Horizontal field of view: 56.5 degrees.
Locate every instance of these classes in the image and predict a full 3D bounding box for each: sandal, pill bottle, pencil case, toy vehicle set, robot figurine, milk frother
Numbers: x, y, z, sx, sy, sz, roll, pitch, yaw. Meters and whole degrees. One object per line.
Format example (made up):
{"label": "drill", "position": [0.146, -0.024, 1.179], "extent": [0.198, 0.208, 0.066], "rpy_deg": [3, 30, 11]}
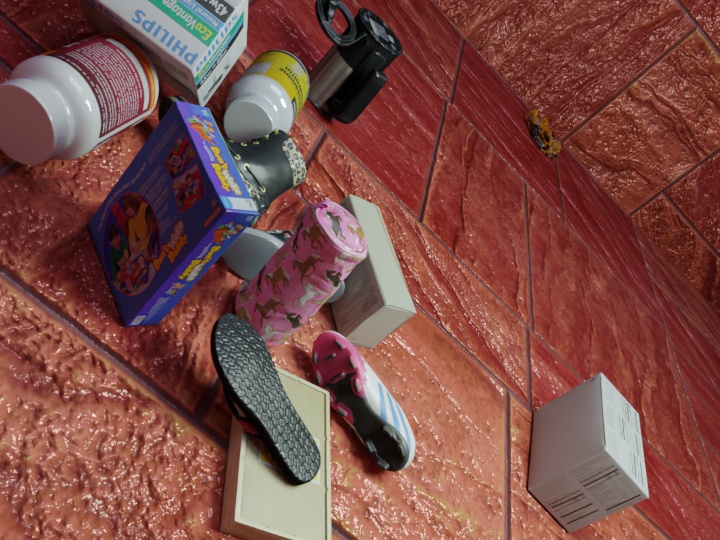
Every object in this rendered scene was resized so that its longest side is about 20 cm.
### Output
{"label": "sandal", "position": [-0.111, 0.144, 0.721], "extent": [0.203, 0.044, 0.075], "rpy_deg": [62, 35, -8]}
{"label": "pill bottle", "position": [-0.153, -0.273, 1.084], "extent": [0.111, 0.112, 0.202], "rpy_deg": [39, 33, -17]}
{"label": "pencil case", "position": [-0.074, 0.005, 0.806], "extent": [0.085, 0.200, 0.084], "rpy_deg": [23, 38, -33]}
{"label": "toy vehicle set", "position": [-0.088, 0.203, 0.747], "extent": [0.123, 0.026, 0.203], "rpy_deg": [31, 36, -29]}
{"label": "pill bottle", "position": [-0.328, -0.198, 0.773], "extent": [0.113, 0.113, 0.201], "rpy_deg": [43, 31, -11]}
{"label": "robot figurine", "position": [0.682, -0.505, 2.490], "extent": [0.143, 0.058, 0.203], "rpy_deg": [23, 40, -36]}
{"label": "milk frother", "position": [-0.049, -0.411, 1.296], "extent": [0.198, 0.188, 0.183], "rpy_deg": [34, 33, -23]}

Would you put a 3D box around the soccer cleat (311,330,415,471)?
{"label": "soccer cleat", "position": [0.004, 0.169, 0.880], "extent": [0.202, 0.069, 0.086], "rpy_deg": [58, 15, 7]}

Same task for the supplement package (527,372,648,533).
{"label": "supplement package", "position": [0.380, 0.303, 1.132], "extent": [0.111, 0.155, 0.201], "rpy_deg": [45, 31, -8]}

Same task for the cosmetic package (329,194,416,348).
{"label": "cosmetic package", "position": [0.000, 0.000, 1.007], "extent": [0.072, 0.103, 0.203], "rpy_deg": [16, 46, -43]}

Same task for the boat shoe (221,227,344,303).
{"label": "boat shoe", "position": [-0.106, -0.021, 0.917], "extent": [0.196, 0.074, 0.069], "rpy_deg": [19, 33, -31]}

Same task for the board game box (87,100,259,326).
{"label": "board game box", "position": [-0.203, -0.054, 0.699], "extent": [0.044, 0.199, 0.136], "rpy_deg": [-1, 57, -53]}

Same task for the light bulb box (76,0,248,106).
{"label": "light bulb box", "position": [-0.258, -0.340, 0.877], "extent": [0.197, 0.126, 0.200], "rpy_deg": [35, -6, -9]}

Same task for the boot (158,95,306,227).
{"label": "boot", "position": [-0.177, -0.173, 0.951], "extent": [0.205, 0.073, 0.154], "rpy_deg": [54, 47, -7]}
